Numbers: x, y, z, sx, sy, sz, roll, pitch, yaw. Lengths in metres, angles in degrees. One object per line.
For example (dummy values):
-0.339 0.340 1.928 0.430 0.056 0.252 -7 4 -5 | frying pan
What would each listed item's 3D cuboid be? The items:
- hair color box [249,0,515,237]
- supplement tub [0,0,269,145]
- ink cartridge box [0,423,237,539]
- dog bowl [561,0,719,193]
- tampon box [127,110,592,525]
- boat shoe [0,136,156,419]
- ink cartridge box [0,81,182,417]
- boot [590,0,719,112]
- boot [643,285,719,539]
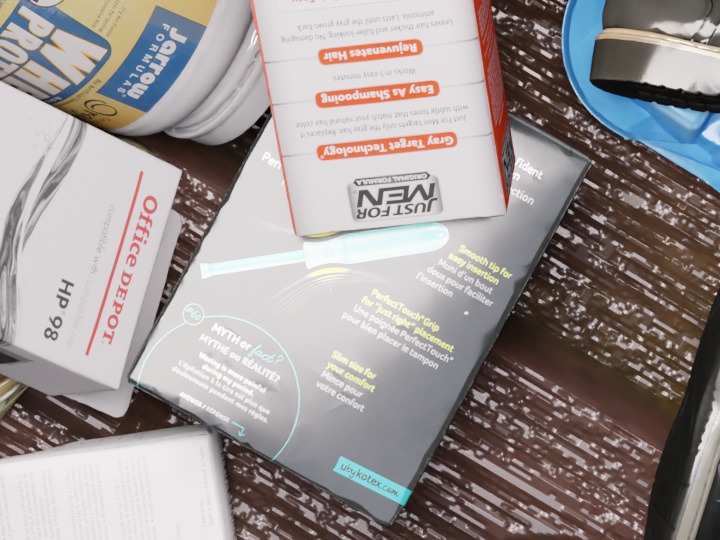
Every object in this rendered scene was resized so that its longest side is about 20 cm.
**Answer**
0.005 -0.121 1.336 0.101 0.061 0.201 -5 115 9 | hair color box
-0.135 -0.150 1.436 0.199 0.144 0.146 21 90 -30 | supplement tub
-0.158 0.171 1.518 0.199 0.050 0.162 -8 90 3 | ink cartridge box
0.192 -0.091 1.512 0.199 0.050 0.112 33 90 0 | dog bowl
0.000 0.000 1.475 0.149 0.126 0.201 29 90 0 | tampon box
-0.167 0.019 1.508 0.073 0.063 0.200 37 90 1 | boat shoe
-0.161 -0.016 1.422 0.199 0.067 0.117 25 72 -31 | ink cartridge box
0.219 -0.142 1.446 0.199 0.077 0.139 9 86 -1 | boot
0.231 0.100 1.501 0.153 0.073 0.205 15 98 -7 | boot
